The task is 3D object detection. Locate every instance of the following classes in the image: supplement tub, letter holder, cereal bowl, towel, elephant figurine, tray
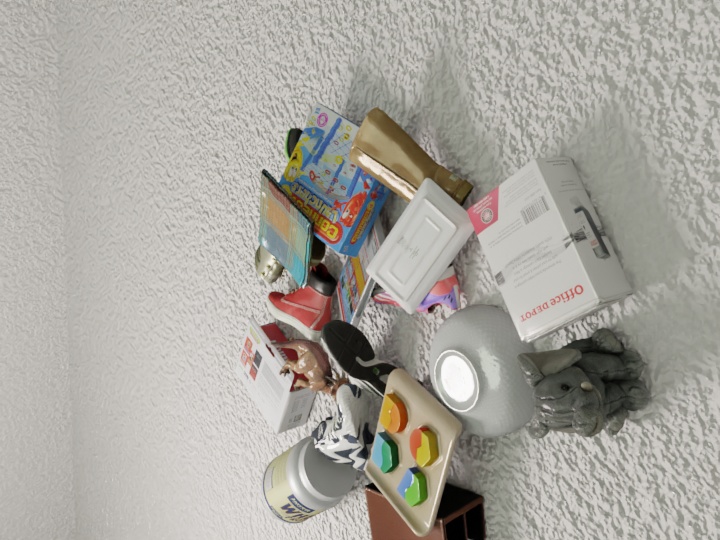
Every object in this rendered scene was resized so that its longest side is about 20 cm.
[{"bbox_3d":[-0.106,0.426,1.431,0.200,0.143,0.148,-43,65,47],"label":"supplement tub"},{"bbox_3d":[0.112,0.445,1.196,0.198,0.099,0.146,2,101,52],"label":"letter holder"},{"bbox_3d":[0.174,0.159,1.066,0.198,0.082,0.206,15,110,48],"label":"cereal bowl"},{"bbox_3d":[-0.138,-0.070,1.267,0.147,0.022,0.202,45,152,20],"label":"towel"},{"bbox_3d":[0.254,0.150,0.864,0.143,0.197,0.156,56,136,26],"label":"elephant figurine"},{"bbox_3d":[0.086,-0.032,1.074,0.107,0.022,0.202,43,124,14],"label":"tray"}]

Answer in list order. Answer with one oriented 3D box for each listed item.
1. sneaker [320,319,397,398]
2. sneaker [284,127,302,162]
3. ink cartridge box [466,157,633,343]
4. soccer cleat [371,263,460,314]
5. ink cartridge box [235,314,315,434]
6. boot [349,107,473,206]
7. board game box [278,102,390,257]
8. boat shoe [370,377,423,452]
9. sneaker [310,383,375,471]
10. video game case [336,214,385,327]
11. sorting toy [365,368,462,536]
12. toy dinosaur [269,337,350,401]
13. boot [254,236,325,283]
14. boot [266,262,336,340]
[{"bbox_3d":[-0.017,0.167,1.254,0.200,0.076,0.114,44,153,-21],"label":"sneaker"},{"bbox_3d":[-0.083,-0.198,1.338,0.083,0.076,0.203,-37,64,21],"label":"sneaker"},{"bbox_3d":[0.248,-0.026,0.928,0.145,0.083,0.204,-37,67,49],"label":"ink cartridge box"},{"bbox_3d":[0.089,0.042,1.166,0.198,0.067,0.075,-18,93,51],"label":"soccer cleat"},{"bbox_3d":[-0.181,0.218,1.530,0.200,0.082,0.178,48,132,34],"label":"ink cartridge box"},{"bbox_3d":[0.062,-0.128,1.107,0.199,0.066,0.177,38,117,12],"label":"boot"},{"bbox_3d":[-0.043,-0.161,1.223,0.199,0.055,0.199,36,104,33],"label":"board game box"},{"bbox_3d":[0.079,0.273,1.231,0.057,0.066,0.203,37,128,20],"label":"boat shoe"},{"bbox_3d":[-0.046,0.293,1.307,0.126,0.080,0.202,-1,132,22],"label":"sneaker"},{"bbox_3d":[0.000,0.000,1.256,0.145,0.017,0.203,-103,28,-50],"label":"video game case"},{"bbox_3d":[0.075,0.290,1.126,0.185,0.036,0.205,38,118,51],"label":"sorting toy"},{"bbox_3d":[-0.082,0.186,1.359,0.134,0.086,0.201,-14,122,49],"label":"toy dinosaur"},{"bbox_3d":[-0.148,-0.032,1.412,0.157,0.071,0.201,-59,41,24],"label":"boot"},{"bbox_3d":[-0.120,0.040,1.433,0.198,0.071,0.148,24,110,45],"label":"boot"}]
